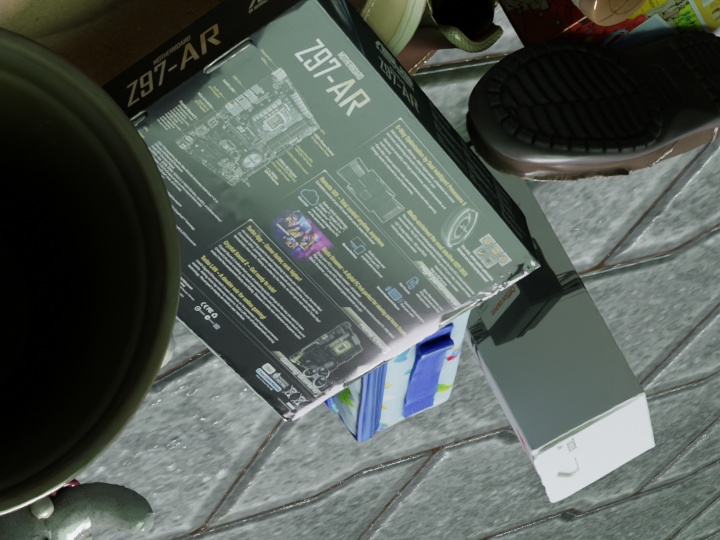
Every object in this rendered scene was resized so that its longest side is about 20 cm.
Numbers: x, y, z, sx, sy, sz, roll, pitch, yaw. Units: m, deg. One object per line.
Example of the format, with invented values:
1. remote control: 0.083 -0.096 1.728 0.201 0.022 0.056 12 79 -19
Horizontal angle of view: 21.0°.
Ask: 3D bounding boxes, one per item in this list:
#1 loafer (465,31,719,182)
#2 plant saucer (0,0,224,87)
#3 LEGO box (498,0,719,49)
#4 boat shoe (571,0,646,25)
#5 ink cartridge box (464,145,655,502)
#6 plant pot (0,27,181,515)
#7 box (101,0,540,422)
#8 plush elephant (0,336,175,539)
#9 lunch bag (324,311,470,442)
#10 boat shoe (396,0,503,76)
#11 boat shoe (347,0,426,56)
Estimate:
1. loafer: 0.128 -0.073 1.017 0.199 0.073 0.071 -9 152 -39
2. plant saucer: -0.124 -0.136 0.841 0.199 0.036 0.201 -24 159 -10
3. LEGO box: 0.162 -0.156 1.084 0.148 0.078 0.200 -31 158 10
4. boat shoe: 0.146 -0.220 0.936 0.072 0.072 0.201 6 119 -56
5. ink cartridge box: 0.109 0.033 1.273 0.083 0.201 0.145 -28 159 1
6. plant pot: -0.188 0.008 0.835 0.198 0.202 0.173 -21 180 -16
7. box: -0.032 -0.033 0.936 0.160 0.044 0.200 -33 126 16
8. plush elephant: -0.185 0.113 1.074 0.199 0.156 0.165 -27 162 1
9. lunch bag: 0.000 0.000 1.123 0.082 0.162 0.200 -23 159 -13
10. boat shoe: 0.036 -0.137 0.976 0.074 0.075 0.203 -15 155 -30
11. boat shoe: -0.026 -0.120 0.944 0.069 0.074 0.200 -19 156 -30
